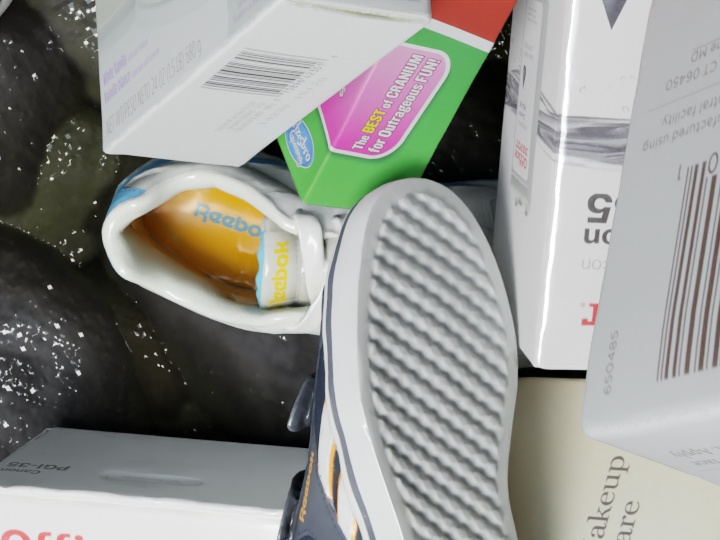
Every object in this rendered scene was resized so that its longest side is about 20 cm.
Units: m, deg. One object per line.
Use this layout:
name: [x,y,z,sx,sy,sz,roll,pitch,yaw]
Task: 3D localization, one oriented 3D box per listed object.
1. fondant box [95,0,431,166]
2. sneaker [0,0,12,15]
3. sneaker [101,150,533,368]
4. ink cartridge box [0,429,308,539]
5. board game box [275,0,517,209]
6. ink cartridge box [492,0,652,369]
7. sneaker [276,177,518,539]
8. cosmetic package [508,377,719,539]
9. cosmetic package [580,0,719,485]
fondant box: [-0.042,-0.152,0.854,0.144,0.058,0.200,-32,57,56]
sneaker: [-0.211,-0.060,0.987,0.073,0.112,0.200,32,112,9]
sneaker: [0.000,0.000,0.952,0.200,0.081,0.077,9,106,14]
ink cartridge box: [-0.072,0.172,1.012,0.146,0.083,0.200,4,106,17]
board game box: [0.014,-0.143,0.854,0.040,0.153,0.200,5,133,-28]
ink cartridge box: [0.130,-0.068,0.865,0.146,0.083,0.200,1,106,-9]
sneaker: [0.009,0.072,0.859,0.079,0.078,0.200,-14,80,50]
cosmetic package: [0.115,0.097,0.883,0.200,0.073,0.104,-1,64,43]
cosmetic package: [0.200,-0.009,0.731,0.165,0.200,0.165,-19,55,57]
